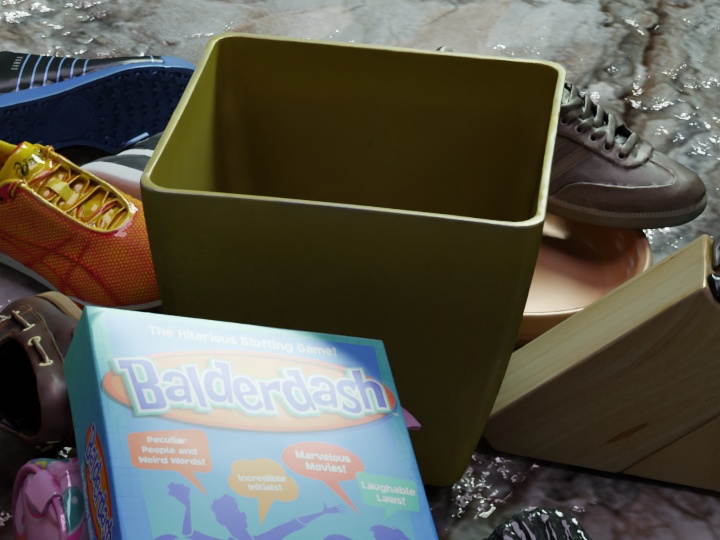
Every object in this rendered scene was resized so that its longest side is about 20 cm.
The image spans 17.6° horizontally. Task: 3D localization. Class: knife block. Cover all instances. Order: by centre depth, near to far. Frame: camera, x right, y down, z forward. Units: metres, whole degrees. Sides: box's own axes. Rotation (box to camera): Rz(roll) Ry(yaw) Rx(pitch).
[{"bbox_3d":[0.172,0.024,1.242,0.198,0.177,0.064,10,28,5],"label":"knife block"}]

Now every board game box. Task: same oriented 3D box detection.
[{"bbox_3d":[-0.045,0.106,1.025,0.151,0.045,0.201,7,40,-22],"label":"board game box"}]

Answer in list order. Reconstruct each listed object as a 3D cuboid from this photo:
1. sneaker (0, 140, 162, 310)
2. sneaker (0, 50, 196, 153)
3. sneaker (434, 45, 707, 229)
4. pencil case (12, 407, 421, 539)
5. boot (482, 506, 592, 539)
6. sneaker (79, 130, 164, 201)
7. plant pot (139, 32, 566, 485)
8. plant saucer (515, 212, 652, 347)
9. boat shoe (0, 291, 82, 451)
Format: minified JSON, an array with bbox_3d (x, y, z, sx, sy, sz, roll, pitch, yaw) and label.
[{"bbox_3d":[-0.175,-0.031,1.352,0.199,0.077,0.073,17,53,24],"label":"sneaker"},{"bbox_3d":[-0.197,-0.115,1.516,0.199,0.071,0.078,-11,39,-29],"label":"sneaker"},{"bbox_3d":[0.122,-0.083,1.450,0.198,0.076,0.071,14,29,14],"label":"sneaker"},{"bbox_3d":[-0.066,0.116,1.121,0.198,0.088,0.087,-8,32,-24],"label":"pencil case"},{"bbox_3d":[0.079,0.189,1.023,0.157,0.080,0.210,35,28,30],"label":"boot"},{"bbox_3d":[-0.072,-0.043,1.411,0.199,0.074,0.112,18,32,21],"label":"sneaker"},{"bbox_3d":[0.000,0.000,1.238,0.198,0.178,0.200,5,29,6],"label":"plant pot"},{"bbox_3d":[0.079,-0.009,1.423,0.198,0.038,0.201,6,28,-3],"label":"plant saucer"},{"bbox_3d":[-0.164,0.052,1.175,0.070,0.071,0.200,-14,7,-25],"label":"boat shoe"}]
